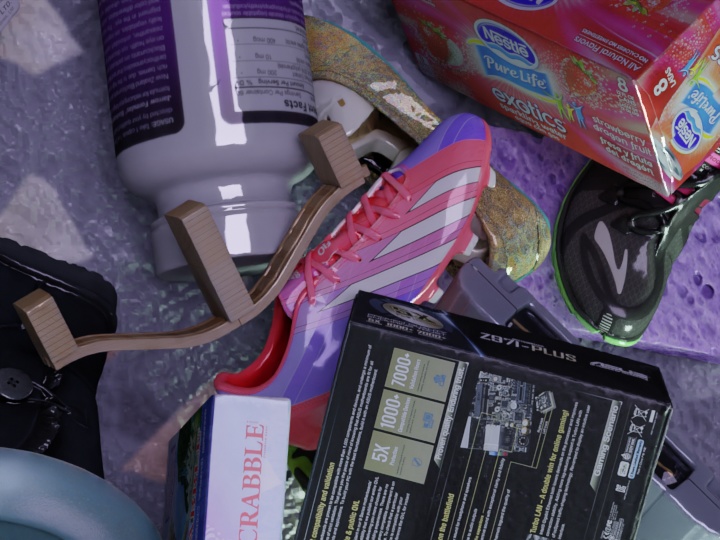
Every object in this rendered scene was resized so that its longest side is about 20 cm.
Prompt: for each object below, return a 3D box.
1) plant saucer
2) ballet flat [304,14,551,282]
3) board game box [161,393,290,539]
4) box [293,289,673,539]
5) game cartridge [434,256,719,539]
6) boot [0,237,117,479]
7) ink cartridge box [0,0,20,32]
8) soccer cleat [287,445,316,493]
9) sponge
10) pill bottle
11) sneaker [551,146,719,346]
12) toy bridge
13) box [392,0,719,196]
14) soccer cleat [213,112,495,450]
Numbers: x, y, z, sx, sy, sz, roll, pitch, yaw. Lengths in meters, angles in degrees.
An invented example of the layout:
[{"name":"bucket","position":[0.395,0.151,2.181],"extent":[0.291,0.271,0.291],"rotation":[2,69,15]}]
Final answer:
[{"name":"plant saucer","position":[-0.193,0.164,1.192],"extent":[0.200,0.200,0.027],"rotation":[7,42,-14]},{"name":"ballet flat","position":[0.017,-0.063,1.328],"extent":[0.200,0.071,0.071],"rotation":[42,72,9]},{"name":"board game box","position":[-0.075,0.173,1.211],"extent":[0.041,0.200,0.201],"rotation":[6,78,-9]},{"name":"box","position":[0.050,0.130,1.203],"extent":[0.163,0.086,0.200],"rotation":[14,101,0]},{"name":"game cartridge","position":[0.106,0.097,1.303],"extent":[0.200,0.133,0.040],"rotation":[45,59,11]},{"name":"boot","position":[-0.217,0.051,1.219],"extent":[0.200,0.076,0.168],"rotation":[19,40,-17]},{"name":"ink cartridge box","position":[-0.270,-0.163,1.211],"extent":[0.076,0.200,0.137],"rotation":[16,59,31]},{"name":"soccer cleat","position":[0.004,0.114,1.324],"extent":[0.065,0.084,0.201],"rotation":[-25,70,21]},{"name":"sponge","position":[0.140,-0.014,1.394],"extent":[0.200,0.030,0.112],"rotation":[10,77,-14]},{"name":"pill bottle","position":[-0.081,-0.099,1.304],"extent":[0.111,0.111,0.201],"rotation":[-5,82,-16]},{"name":"sneaker","position":[0.166,-0.054,1.349],"extent":[0.077,0.084,0.200],"rotation":[25,73,-9]},{"name":"toy bridge","position":[-0.076,-0.003,1.229],"extent":[0.200,0.027,0.067],"rotation":[-31,109,-20]},{"name":"box","position":[0.118,-0.137,1.319],"extent":[0.100,0.200,0.096],"rotation":[-44,139,-17]},{"name":"soccer cleat","position":[0.000,0.000,1.257],"extent":[0.076,0.067,0.200],"rotation":[29,94,-19]}]
